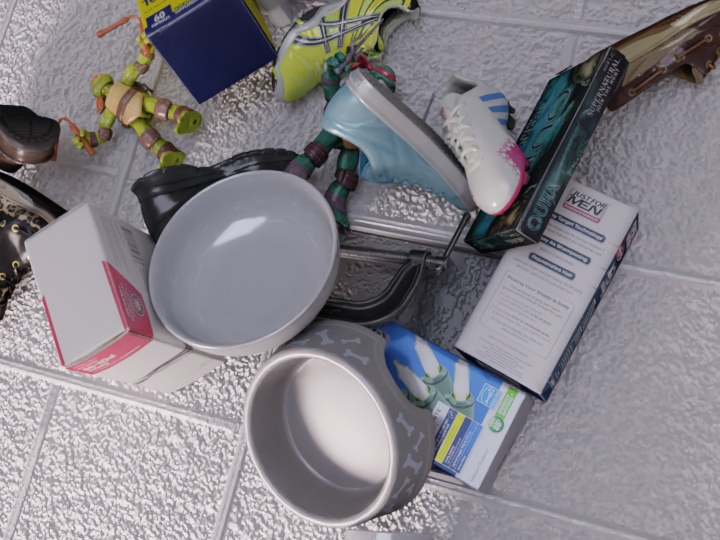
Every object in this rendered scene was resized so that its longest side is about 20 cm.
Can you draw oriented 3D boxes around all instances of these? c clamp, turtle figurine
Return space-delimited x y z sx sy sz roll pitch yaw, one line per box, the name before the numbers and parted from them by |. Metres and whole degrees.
c clamp | 0.000 0.000 1.003 0.197 0.027 0.172 3 44 26
turtle figurine | 0.000 -0.156 1.041 0.149 0.101 0.202 33 86 -19
turtle figurine | -0.272 -0.183 1.145 0.160 0.064 0.201 36 95 17

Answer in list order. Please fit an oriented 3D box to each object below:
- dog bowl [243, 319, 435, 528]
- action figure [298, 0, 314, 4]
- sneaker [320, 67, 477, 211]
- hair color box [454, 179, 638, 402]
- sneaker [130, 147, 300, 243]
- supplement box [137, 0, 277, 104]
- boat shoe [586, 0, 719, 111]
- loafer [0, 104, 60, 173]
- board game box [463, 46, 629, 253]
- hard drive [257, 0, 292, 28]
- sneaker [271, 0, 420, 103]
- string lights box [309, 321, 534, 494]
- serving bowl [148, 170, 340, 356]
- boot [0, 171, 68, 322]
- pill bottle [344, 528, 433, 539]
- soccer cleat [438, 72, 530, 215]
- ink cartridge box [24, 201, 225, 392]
dog bowl | -0.028 0.152 0.927 0.197 0.058 0.204 9 107 30
action figure | -0.059 -0.389 1.075 0.133 0.149 0.201 -30 24 27
sneaker | 0.040 -0.115 0.988 0.082 0.199 0.074 -42 24 17
hair color box | 0.185 0.015 0.952 0.099 0.061 0.202 28 85 22
sneaker | -0.145 -0.078 1.057 0.197 0.076 0.092 -15 87 -14
supplement box | -0.183 -0.307 1.096 0.108 0.110 0.202 -29 48 7
boat shoe | 0.329 -0.224 0.981 0.198 0.072 0.073 -26 99 -3
loafer | -0.401 -0.149 1.146 0.200 0.072 0.072 34 121 58
board game box | 0.179 -0.113 0.949 0.028 0.135 0.202 30 80 -11
hard drive | -0.135 -0.378 1.084 0.026 0.200 0.134 -20 70 10
sneaker | -0.019 -0.260 1.084 0.200 0.075 0.076 -45 67 3
string lights box | 0.060 0.125 0.960 0.198 0.059 0.104 27 85 23
serving bowl | -0.108 0.001 0.965 0.197 0.066 0.203 -8 57 13
boot | -0.392 -0.008 1.129 0.199 0.073 0.152 33 94 9
pill bottle | 0.022 0.343 0.882 0.110 0.112 0.204 -2 74 16
soccer cleat | 0.112 -0.128 0.959 0.070 0.086 0.201 -51 21 30
ink cartridge box | -0.237 0.036 1.000 0.082 0.200 0.148 -29 68 11
